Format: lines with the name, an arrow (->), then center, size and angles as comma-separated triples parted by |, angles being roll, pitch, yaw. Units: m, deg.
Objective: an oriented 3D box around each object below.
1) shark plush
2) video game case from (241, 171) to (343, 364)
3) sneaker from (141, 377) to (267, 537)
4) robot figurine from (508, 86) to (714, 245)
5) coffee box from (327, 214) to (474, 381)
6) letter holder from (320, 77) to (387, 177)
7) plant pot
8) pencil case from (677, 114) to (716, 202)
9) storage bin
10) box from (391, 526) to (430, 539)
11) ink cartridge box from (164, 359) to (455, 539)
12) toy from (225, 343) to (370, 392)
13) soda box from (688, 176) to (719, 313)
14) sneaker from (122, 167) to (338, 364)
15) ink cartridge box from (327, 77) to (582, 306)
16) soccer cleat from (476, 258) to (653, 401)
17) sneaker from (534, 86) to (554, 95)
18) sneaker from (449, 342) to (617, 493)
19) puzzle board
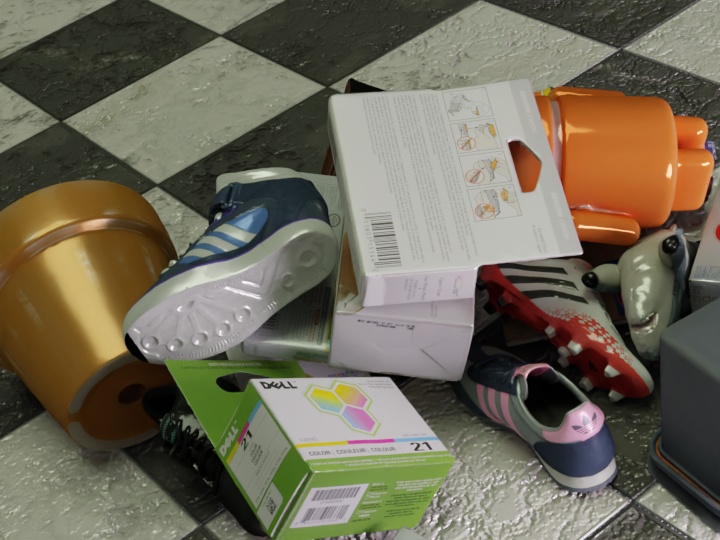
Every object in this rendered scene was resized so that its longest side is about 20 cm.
shark plush -> 0.257, 0.012, 1.244 | 0.090, 0.084, 0.200 | -26, 2, 21
video game case -> 0.000, 0.000, 1.270 | 0.181, 0.023, 0.201 | 7, 50, 2
sneaker -> -0.121, 0.153, 1.182 | 0.079, 0.076, 0.200 | 11, 18, -30
robot figurine -> 0.201, -0.093, 1.253 | 0.198, 0.145, 0.117 | 1, -1, 1
coffee box -> 0.038, -0.014, 1.217 | 0.113, 0.080, 0.201 | 7, 51, 0
letter holder -> 0.014, -0.096, 1.446 | 0.100, 0.143, 0.200 | 18, 15, -5
plant pot -> -0.238, 0.053, 1.297 | 0.199, 0.201, 0.184 | -25, 52, -13
pencil case -> 0.231, -0.079, 1.351 | 0.199, 0.083, 0.087 | -18, 25, -6
storage bin -> 0.317, 0.084, 1.077 | 0.199, 0.135, 0.146 | -28, 37, -16
box -> 0.027, 0.282, 0.997 | 0.155, 0.041, 0.200 | 19, 47, 39
ink cartridge box -> -0.045, 0.111, 1.132 | 0.147, 0.076, 0.200 | 3, 37, -41
toy -> -0.069, 0.071, 1.309 | 0.114, 0.047, 0.200 | -10, 40, -18
soda box -> 0.341, -0.026, 1.274 | 0.063, 0.068, 0.200 | 4, 40, 24
sneaker -> -0.119, -0.014, 1.228 | 0.199, 0.081, 0.147 | -29, 37, 0
ink cartridge box -> 0.072, -0.067, 1.180 | 0.175, 0.045, 0.201 | -5, 52, -7
soccer cleat -> 0.184, 0.035, 1.232 | 0.085, 0.069, 0.200 | -40, 48, -15
sneaker -> 0.158, -0.122, 1.476 | 0.089, 0.070, 0.200 | -9, 28, 16
sneaker -> 0.136, 0.095, 1.174 | 0.070, 0.082, 0.200 | -30, 38, -20
puzzle board -> 0.197, -0.005, 1.346 | 0.150, 0.017, 0.201 | -11, 36, 4
